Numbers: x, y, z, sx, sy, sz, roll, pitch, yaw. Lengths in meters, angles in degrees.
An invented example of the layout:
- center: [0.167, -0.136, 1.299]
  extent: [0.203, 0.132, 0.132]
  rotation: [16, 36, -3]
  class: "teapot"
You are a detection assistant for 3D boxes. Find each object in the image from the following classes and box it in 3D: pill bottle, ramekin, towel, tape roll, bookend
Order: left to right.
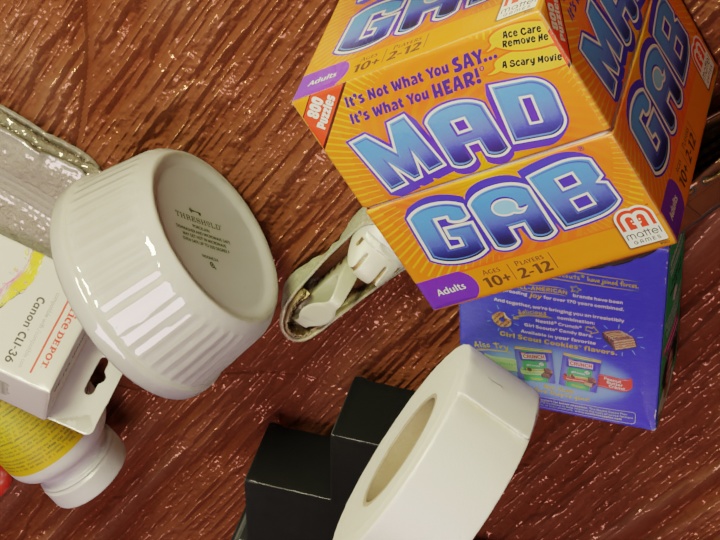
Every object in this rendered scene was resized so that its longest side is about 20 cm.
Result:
- center: [-0.318, -0.085, 1.786]
  extent: [0.199, 0.035, 0.133]
  rotation: [29, 134, -7]
  class: "towel"
- center: [-0.305, 0.120, 1.916]
  extent: [0.112, 0.113, 0.201]
  rotation: [-18, 123, 33]
  class: "pill bottle"
- center: [-0.150, -0.005, 1.690]
  extent: [0.094, 0.203, 0.203]
  rotation: [-30, 117, 25]
  class: "ramekin"
- center: [-0.015, 0.173, 1.872]
  extent: [0.198, 0.092, 0.200]
  rotation: [11, 133, 13]
  class: "bookend"
- center: [0.059, 0.159, 1.655]
  extent: [0.070, 0.203, 0.203]
  rotation: [34, 134, -5]
  class: "tape roll"

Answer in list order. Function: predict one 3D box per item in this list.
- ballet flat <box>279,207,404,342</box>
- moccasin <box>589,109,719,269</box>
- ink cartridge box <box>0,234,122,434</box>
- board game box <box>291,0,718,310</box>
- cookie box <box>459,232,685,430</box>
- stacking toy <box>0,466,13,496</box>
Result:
- center: [0.000, 0.000, 1.726]
  extent: [0.067, 0.063, 0.200]
  rotation: [35, 133, -14]
  class: "ballet flat"
- center: [0.225, -0.068, 1.531]
  extent: [0.200, 0.074, 0.078]
  rotation: [-25, 130, 14]
  class: "moccasin"
- center: [-0.296, 0.046, 1.800]
  extent: [0.198, 0.117, 0.068]
  rotation: [25, 153, 0]
  class: "ink cartridge box"
- center: [0.108, -0.130, 1.467]
  extent: [0.198, 0.201, 0.200]
  rotation: [-17, 124, 32]
  class: "board game box"
- center: [0.168, 0.020, 1.673]
  extent: [0.169, 0.076, 0.201]
  rotation: [10, 135, 14]
  class: "cookie box"
- center: [-0.427, 0.162, 2.031]
  extent: [0.199, 0.086, 0.085]
  rotation: [34, 134, -19]
  class: "stacking toy"
